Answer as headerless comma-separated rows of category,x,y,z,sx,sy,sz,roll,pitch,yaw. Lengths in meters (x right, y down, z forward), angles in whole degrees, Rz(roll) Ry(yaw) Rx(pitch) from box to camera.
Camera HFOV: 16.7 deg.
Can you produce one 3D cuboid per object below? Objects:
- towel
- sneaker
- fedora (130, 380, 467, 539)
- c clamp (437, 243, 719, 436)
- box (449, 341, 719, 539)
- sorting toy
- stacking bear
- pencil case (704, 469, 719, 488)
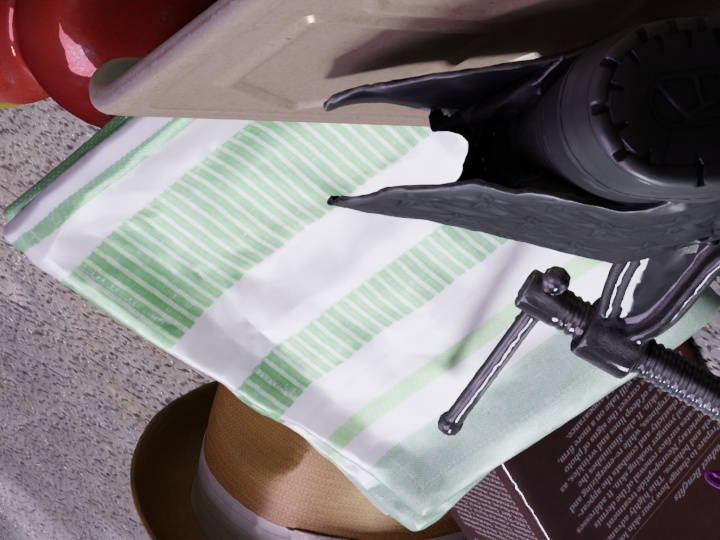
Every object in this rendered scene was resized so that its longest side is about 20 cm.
towel,0.000,0.000,0.826,0.200,0.023,0.152,37,121,-27
sneaker,0.098,-0.036,0.669,0.104,0.199,0.060,159,110,-65
fedora,0.000,0.073,1.057,0.200,0.200,0.082,29,131,33
c clamp,0.144,0.036,0.801,0.199,0.027,0.171,26,134,0
box,0.075,0.052,0.957,0.075,0.100,0.200,15,144,51
sorting toy,0.047,-0.076,0.667,0.200,0.184,0.037,-20,73,56
stacking bear,-0.129,-0.108,0.862,0.199,0.121,0.114,24,143,31
pencil case,0.173,0.167,0.870,0.092,0.201,0.085,-7,164,26
